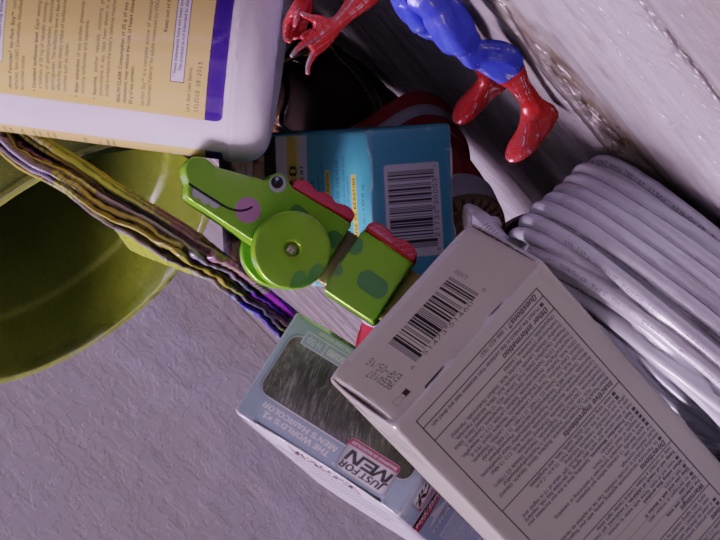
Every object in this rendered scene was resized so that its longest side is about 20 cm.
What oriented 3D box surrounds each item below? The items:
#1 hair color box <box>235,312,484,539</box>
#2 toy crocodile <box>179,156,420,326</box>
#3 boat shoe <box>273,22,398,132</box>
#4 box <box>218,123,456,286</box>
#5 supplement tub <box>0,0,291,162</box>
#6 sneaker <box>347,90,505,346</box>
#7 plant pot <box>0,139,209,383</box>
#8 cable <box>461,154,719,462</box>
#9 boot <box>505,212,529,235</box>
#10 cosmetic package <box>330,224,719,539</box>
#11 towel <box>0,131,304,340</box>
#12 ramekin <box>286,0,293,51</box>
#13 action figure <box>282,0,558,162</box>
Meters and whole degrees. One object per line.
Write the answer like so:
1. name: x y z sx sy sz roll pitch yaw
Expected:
1. hair color box: 0.012 0.092 1.370 0.099 0.061 0.200 31 174 17
2. toy crocodile: 0.000 0.000 1.285 0.200 0.062 0.068 33 175 -2
3. boat shoe: -0.043 -0.110 1.559 0.070 0.070 0.200 43 175 -39
4. box: -0.015 -0.034 1.419 0.200 0.049 0.083 -178 83 -65
5. supplement tub: -0.134 -0.135 1.293 0.199 0.146 0.145 8 172 -1
6. sneaker: 0.024 -0.009 1.482 0.200 0.071 0.113 109 150 -45
7. plant pot: -0.218 -0.072 1.539 0.193 0.200 0.200 54 178 24
8. cable: 0.158 0.033 1.272 0.200 0.069 0.200 46 172 -29
9. boot: 0.145 0.052 1.433 0.200 0.073 0.090 45 179 -3
10. cosmetic package: 0.091 0.085 1.248 0.200 0.104 0.073 48 172 -31
11. towel: -0.105 -0.015 1.390 0.143 0.023 0.200 31 175 22
12. ramekin: -0.116 -0.172 1.469 0.200 0.105 0.200 43 174 6
13. action figure: 0.010 -0.104 1.195 0.065 0.099 0.200 36 168 41
